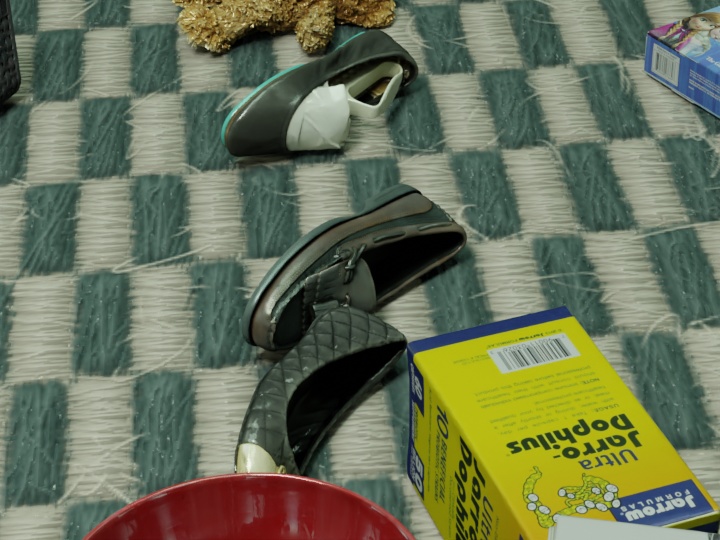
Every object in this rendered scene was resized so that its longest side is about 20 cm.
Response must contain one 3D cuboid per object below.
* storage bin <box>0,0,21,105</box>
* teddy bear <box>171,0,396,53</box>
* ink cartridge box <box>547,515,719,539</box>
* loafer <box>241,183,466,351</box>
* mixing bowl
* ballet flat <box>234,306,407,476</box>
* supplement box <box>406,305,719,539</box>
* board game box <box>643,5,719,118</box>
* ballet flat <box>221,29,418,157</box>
[{"bbox_3d":[-0.389,-0.196,1.557,0.200,0.135,0.094,14,38,21],"label":"storage bin"},{"bbox_3d":[-0.069,-0.245,1.675,0.200,0.067,0.145,0,38,3],"label":"teddy bear"},{"bbox_3d":[0.187,0.210,0.955,0.200,0.144,0.084,6,36,11],"label":"ink cartridge box"},{"bbox_3d":[0.000,0.000,1.328,0.063,0.072,0.200,27,42,25],"label":"loafer"},{"bbox_3d":[-0.057,0.210,0.997,0.200,0.109,0.200,-2,36,1],"label":"mixing bowl"},{"bbox_3d":[-0.028,0.084,1.208,0.057,0.067,0.200,8,36,21],"label":"ballet flat"},{"bbox_3d":[0.110,0.127,1.105,0.109,0.109,0.200,-13,37,-16],"label":"supplement box"},{"bbox_3d":[0.373,-0.168,1.568,0.199,0.043,0.200,-21,39,-27],"label":"board game box"},{"bbox_3d":[-0.023,-0.138,1.526,0.068,0.068,0.200,30,46,25],"label":"ballet flat"}]
